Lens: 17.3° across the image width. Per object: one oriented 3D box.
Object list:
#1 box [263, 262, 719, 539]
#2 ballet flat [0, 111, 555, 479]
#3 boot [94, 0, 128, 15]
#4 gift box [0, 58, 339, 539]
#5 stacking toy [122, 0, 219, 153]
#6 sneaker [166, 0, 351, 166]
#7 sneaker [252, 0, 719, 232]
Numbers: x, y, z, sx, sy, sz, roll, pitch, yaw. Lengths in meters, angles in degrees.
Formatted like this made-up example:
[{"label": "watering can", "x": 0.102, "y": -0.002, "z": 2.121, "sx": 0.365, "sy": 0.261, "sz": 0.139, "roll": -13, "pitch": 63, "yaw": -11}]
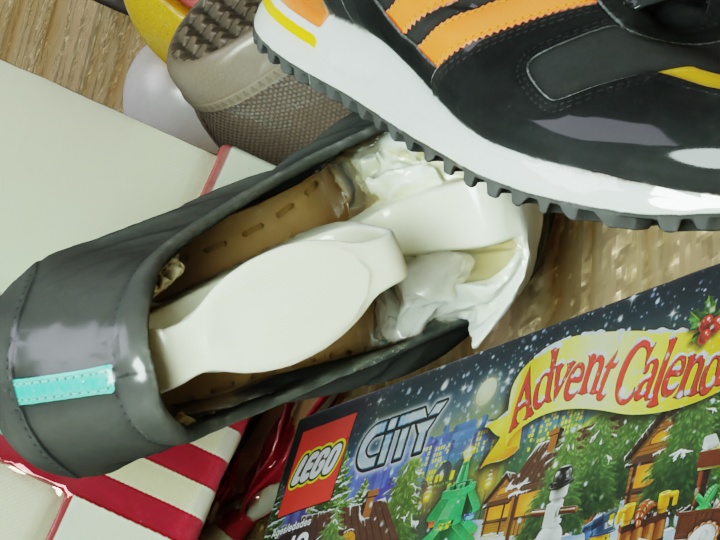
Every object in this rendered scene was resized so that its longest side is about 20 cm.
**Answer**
[{"label": "box", "x": 0.037, "y": 0.080, "z": 0.533, "sx": 0.200, "sy": 0.038, "sz": 0.137, "roll": -24, "pitch": 43, "yaw": 51}, {"label": "ballet flat", "x": 0.000, "y": 0.000, "z": 0.574, "sx": 0.200, "sy": 0.068, "sz": 0.068, "roll": -29, "pitch": 13, "yaw": -40}, {"label": "boot", "x": -0.171, "y": -0.217, "z": 1.034, "sx": 0.068, "sy": 0.200, "sz": 0.188, "roll": -39, "pitch": 33, "yaw": 38}, {"label": "gift box", "x": -0.110, "y": 0.040, "z": 0.680, "sx": 0.200, "sy": 0.187, "sz": 0.185, "roll": 123, "pitch": 171, "yaw": -76}, {"label": "stacking toy", "x": -0.036, "y": -0.112, "z": 0.803, "sx": 0.200, "sy": 0.146, "sz": 0.146, "roll": 120, "pitch": 161, "yaw": -44}, {"label": "sneaker", "x": 0.041, "y": -0.093, "z": 0.684, "sx": 0.200, "sy": 0.076, "sz": 0.070, "roll": -34, "pitch": 31, "yaw": 4}, {"label": "sneaker", "x": 0.041, "y": -0.072, "z": 0.541, "sx": 0.200, "sy": 0.070, "sz": 0.090, "roll": 30, "pitch": 118, "yaw": 51}]
